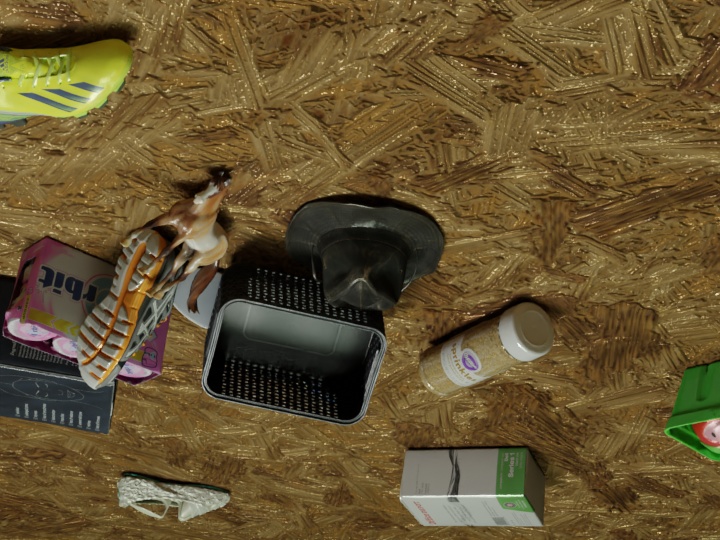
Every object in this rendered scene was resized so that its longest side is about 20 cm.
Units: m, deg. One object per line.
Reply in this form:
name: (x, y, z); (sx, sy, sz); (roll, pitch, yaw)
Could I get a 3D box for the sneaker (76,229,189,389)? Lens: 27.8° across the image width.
sneaker: (-0.264, 0.052, 1.707); (0.078, 0.201, 0.077); (36, -171, 38)

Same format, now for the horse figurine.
horse figurine: (-0.191, -0.029, 1.617); (0.050, 0.132, 0.200); (44, 165, 24)

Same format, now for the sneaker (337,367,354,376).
sneaker: (-0.065, 0.123, 1.868); (0.075, 0.106, 0.200); (22, 149, -28)

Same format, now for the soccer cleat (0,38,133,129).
soccer cleat: (-0.303, -0.183, 1.365); (0.199, 0.065, 0.084); (-10, 147, 30)

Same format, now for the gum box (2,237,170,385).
gum box: (-0.333, 0.050, 1.777); (0.199, 0.114, 0.066); (25, 148, -32)

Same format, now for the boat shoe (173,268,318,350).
boat shoe: (-0.143, 0.049, 1.792); (0.199, 0.070, 0.066); (15, 174, -9)

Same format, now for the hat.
hat: (0.000, 0.000, 1.636); (0.199, 0.081, 0.201); (6, 153, 3)

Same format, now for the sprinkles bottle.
sprinkles bottle: (0.155, 0.101, 1.815); (0.068, 0.069, 0.200); (21, 150, -27)

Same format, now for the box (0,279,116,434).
box: (-0.414, 0.114, 1.911); (0.195, 0.125, 0.200); (9, 154, -8)

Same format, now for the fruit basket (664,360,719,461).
fruit basket: (0.502, 0.218, 1.821); (0.215, 0.217, 0.155); (-19, 144, 41)

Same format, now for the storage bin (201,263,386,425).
storage bin: (-0.079, 0.087, 1.713); (0.199, 0.094, 0.136); (12, 115, -10)

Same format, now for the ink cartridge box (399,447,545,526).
ink cartridge box: (0.176, 0.339, 2.263); (0.199, 0.085, 0.146); (-3, 152, 18)

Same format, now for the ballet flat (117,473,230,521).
ballet flat: (-0.329, 0.403, 2.530); (0.199, 0.072, 0.072); (11, 153, -11)
